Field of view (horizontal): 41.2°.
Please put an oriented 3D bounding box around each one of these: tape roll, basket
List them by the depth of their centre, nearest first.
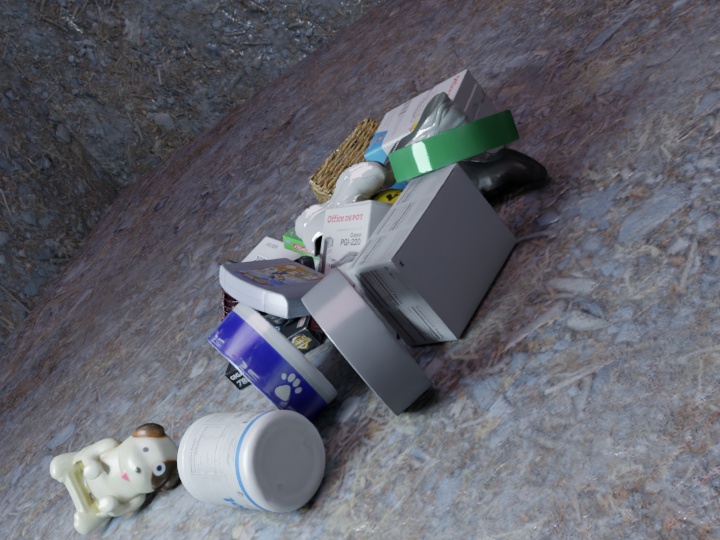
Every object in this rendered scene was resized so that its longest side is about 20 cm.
[{"bbox_3d":[0.009,0.093,1.262,0.066,0.201,0.200,-39,21,-1],"label":"tape roll"},{"bbox_3d":[0.140,-0.188,1.453,0.197,0.049,0.200,-19,4,1],"label":"tape roll"},{"bbox_3d":[0.017,-0.178,1.955,0.142,0.150,0.200,32,71,33],"label":"basket"}]

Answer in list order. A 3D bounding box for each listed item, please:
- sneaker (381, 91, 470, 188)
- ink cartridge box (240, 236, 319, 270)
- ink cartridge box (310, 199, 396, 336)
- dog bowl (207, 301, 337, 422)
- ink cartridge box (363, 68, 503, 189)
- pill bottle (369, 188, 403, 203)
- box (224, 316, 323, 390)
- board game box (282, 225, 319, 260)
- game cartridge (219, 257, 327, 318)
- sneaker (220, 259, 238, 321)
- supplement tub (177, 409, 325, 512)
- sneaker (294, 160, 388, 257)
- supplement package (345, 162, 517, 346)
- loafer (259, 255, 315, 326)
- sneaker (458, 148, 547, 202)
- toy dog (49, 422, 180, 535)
[{"bbox_3d":[0.105,-0.200,1.604,0.200,0.080,0.071,-46,22,31],"label":"sneaker"},{"bbox_3d":[-0.114,-0.029,1.745,0.174,0.044,0.199,-48,36,-18],"label":"ink cartridge box"},{"bbox_3d":[0.000,0.000,1.482,0.145,0.084,0.204,-2,78,59],"label":"ink cartridge box"},{"bbox_3d":[-0.130,0.141,1.410,0.079,0.200,0.200,-46,22,-10],"label":"dog bowl"},{"bbox_3d":[0.139,-0.231,1.727,0.198,0.146,0.148,-23,28,37],"label":"ink cartridge box"},{"bbox_3d":[0.084,-0.070,1.563,0.114,0.115,0.200,-45,22,-10],"label":"pill bottle"},{"bbox_3d":[-0.137,0.098,1.716,0.197,0.050,0.201,-31,24,28],"label":"box"},{"bbox_3d":[-0.027,-0.079,1.715,0.133,0.030,0.200,18,38,29],"label":"board game box"},{"bbox_3d":[-0.119,0.022,1.403,0.132,0.042,0.199,-3,15,-37],"label":"game cartridge"},{"bbox_3d":[-0.211,0.074,1.642,0.074,0.201,0.117,16,64,15],"label":"sneaker"},{"bbox_3d":[-0.151,0.260,1.315,0.199,0.132,0.133,-14,34,52],"label":"supplement tub"},{"bbox_3d":[-0.022,-0.099,1.597,0.200,0.074,0.088,-45,45,21],"label":"sneaker"},{"bbox_3d":[0.105,-0.021,1.373,0.110,0.156,0.201,-13,34,53],"label":"supplement package"},{"bbox_3d":[-0.124,0.037,1.562,0.201,0.069,0.069,128,138,-55],"label":"loafer"},{"bbox_3d":[0.220,-0.149,1.552,0.199,0.075,0.092,12,83,54],"label":"sneaker"},{"bbox_3d":[-0.384,0.338,1.602,0.198,0.142,0.193,-27,-11,36],"label":"toy dog"}]
